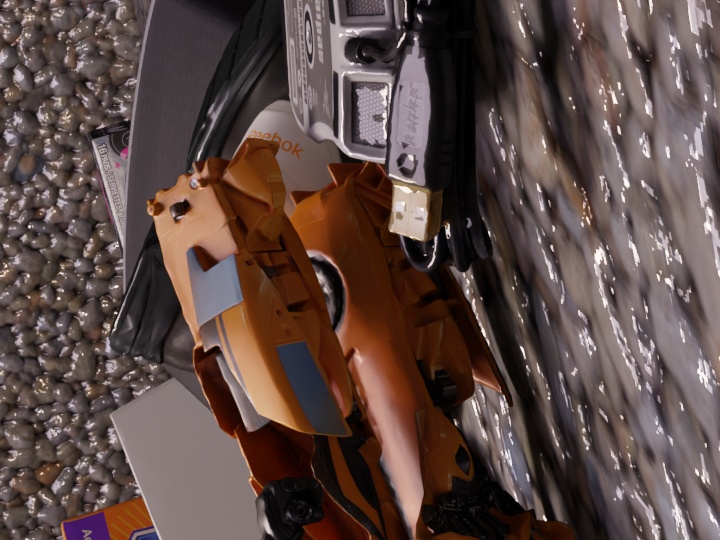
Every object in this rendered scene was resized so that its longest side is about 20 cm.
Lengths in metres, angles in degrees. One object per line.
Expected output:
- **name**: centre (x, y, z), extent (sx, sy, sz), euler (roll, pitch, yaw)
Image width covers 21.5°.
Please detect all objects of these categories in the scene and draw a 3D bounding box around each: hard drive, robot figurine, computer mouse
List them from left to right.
- **hard drive**: centre (-0.069, -0.036, 0.907), extent (0.135, 0.042, 0.202), euler (35, 124, 51)
- **robot figurine**: centre (0.009, 0.056, 0.613), extent (0.144, 0.058, 0.201), euler (-4, -115, -53)
- **computer mouse**: centre (0.010, -0.070, 0.555), extent (0.200, 0.043, 0.111), euler (-130, 35, -74)

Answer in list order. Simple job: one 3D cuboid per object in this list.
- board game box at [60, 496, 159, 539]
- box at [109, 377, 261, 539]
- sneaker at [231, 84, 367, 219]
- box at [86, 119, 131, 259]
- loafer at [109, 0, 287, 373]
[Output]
- **board game box**: centre (-0.066, 0.256, 1.250), extent (0.200, 0.198, 0.202), euler (90, 162, -66)
- **box**: centre (-0.041, 0.155, 1.042), extent (0.201, 0.097, 0.124), euler (65, -172, 22)
- **sneaker**: centre (0.000, 0.000, 0.768), extent (0.073, 0.080, 0.200), euler (19, 155, 25)
- **box**: centre (-0.225, -0.071, 2.135), extent (0.132, 0.114, 0.202), euler (-144, 37, -77)
- **loafer**: centre (-0.042, -0.039, 0.806), extent (0.073, 0.072, 0.201), euler (-79, 14, -56)
